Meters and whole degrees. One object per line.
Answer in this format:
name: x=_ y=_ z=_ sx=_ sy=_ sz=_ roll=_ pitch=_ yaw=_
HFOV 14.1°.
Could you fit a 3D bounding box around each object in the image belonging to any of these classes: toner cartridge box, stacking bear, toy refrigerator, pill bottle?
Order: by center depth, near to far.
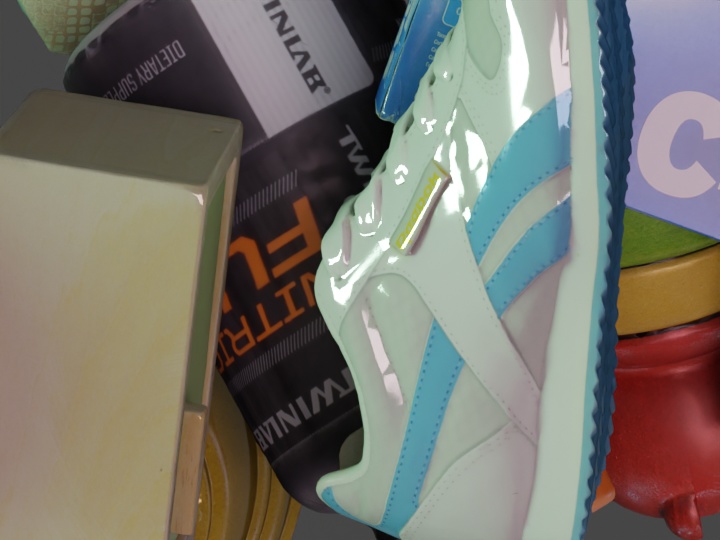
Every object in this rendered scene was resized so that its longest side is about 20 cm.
toner cartridge box: x=0.112 y=-0.055 z=0.822 sx=0.199 sy=0.043 sz=0.096 roll=19 pitch=99 yaw=-3
toy refrigerator: x=-0.076 y=0.058 z=0.828 sx=0.069 sy=0.076 sz=0.201 roll=9 pitch=107 yaw=3
pill bottle: x=0.000 y=0.000 z=0.893 sx=0.106 sy=0.106 sz=0.201 roll=-29 pitch=84 yaw=-11
stacking bear: x=0.096 y=-0.014 z=0.963 sx=0.113 sy=0.122 sz=0.201 roll=-13 pitch=106 yaw=-1

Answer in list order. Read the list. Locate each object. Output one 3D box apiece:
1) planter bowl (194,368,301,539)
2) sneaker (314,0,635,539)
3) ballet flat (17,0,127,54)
planter bowl: x=-0.100 y=0.069 z=0.928 sx=0.199 sy=0.083 sz=0.202 roll=-3 pitch=101 yaw=-18
sneaker: x=0.030 y=-0.017 z=0.773 sx=0.080 sy=0.077 sz=0.201 roll=7 pitch=107 yaw=10
ballet flat: x=-0.050 y=-0.157 z=0.913 sx=0.067 sy=0.062 sz=0.201 roll=30 pitch=90 yaw=-20
